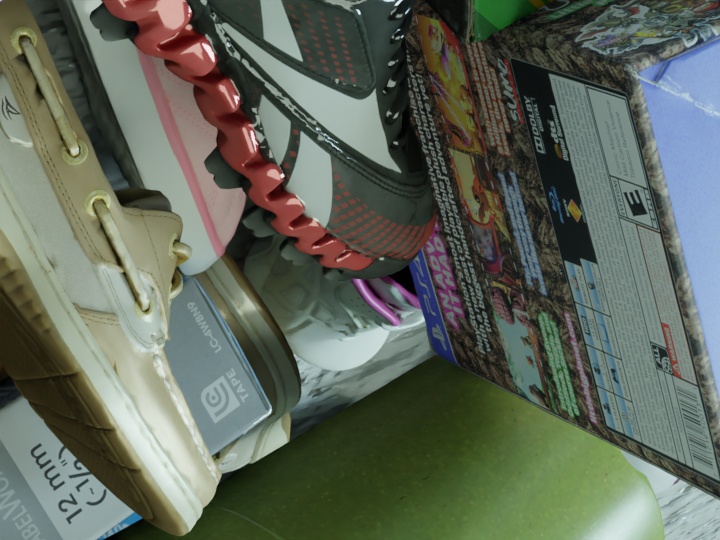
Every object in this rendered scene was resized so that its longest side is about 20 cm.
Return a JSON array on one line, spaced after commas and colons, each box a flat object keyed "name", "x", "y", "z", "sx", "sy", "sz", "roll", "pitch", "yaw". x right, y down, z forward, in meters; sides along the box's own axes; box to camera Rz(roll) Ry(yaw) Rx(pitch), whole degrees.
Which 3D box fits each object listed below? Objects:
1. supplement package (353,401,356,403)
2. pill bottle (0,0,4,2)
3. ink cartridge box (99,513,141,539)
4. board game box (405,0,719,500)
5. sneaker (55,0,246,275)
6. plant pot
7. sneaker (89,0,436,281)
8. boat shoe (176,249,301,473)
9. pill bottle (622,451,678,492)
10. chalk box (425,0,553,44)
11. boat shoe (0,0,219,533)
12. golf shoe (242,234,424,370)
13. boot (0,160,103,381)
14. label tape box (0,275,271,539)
[{"name": "supplement package", "x": -0.025, "y": 0.198, "z": 1.290, "sx": 0.200, "sy": 0.151, "sz": 0.152, "roll": -46, "pitch": -176, "yaw": 15}, {"name": "pill bottle", "x": -0.145, "y": -0.107, "z": 0.748, "sx": 0.200, "sy": 0.110, "sz": 0.110, "roll": -35, "pitch": 154, "yaw": -6}, {"name": "ink cartridge box", "x": -0.118, "y": 0.213, "z": 1.172, "sx": 0.145, "sy": 0.200, "sz": 0.084, "roll": -36, "pitch": 156, "yaw": 21}, {"name": "board game box", "x": 0.094, "y": -0.033, "z": 0.961, "sx": 0.097, "sy": 0.200, "sz": 0.160, "roll": -26, "pitch": 115, "yaw": -21}, {"name": "sneaker", "x": -0.046, "y": -0.077, "z": 0.961, "sx": 0.105, "sy": 0.075, "sz": 0.200, "roll": -28, "pitch": 148, "yaw": -9}, {"name": "plant pot", "x": 0.012, "y": 0.127, "z": 1.045, "sx": 0.190, "sy": 0.200, "sz": 0.200, "roll": -39, "pitch": 157, "yaw": -27}, {"name": "sneaker", "x": -0.012, "y": -0.072, "z": 0.860, "sx": 0.098, "sy": 0.071, "sz": 0.201, "roll": -22, "pitch": 133, "yaw": 15}, {"name": "boat shoe", "x": -0.070, "y": 0.046, "z": 1.123, "sx": 0.069, "sy": 0.074, "sz": 0.200, "roll": -31, "pitch": 159, "yaw": -12}, {"name": "pill bottle", "x": 0.149, "y": 0.046, "z": 1.353, "sx": 0.200, "sy": 0.110, "sz": 0.110, "roll": -25, "pitch": 151, "yaw": -24}, {"name": "chalk box", "x": 0.051, "y": -0.193, "z": 0.843, "sx": 0.124, "sy": 0.125, "sz": 0.200, "roll": -29, "pitch": 154, "yaw": -16}, {"name": "boat shoe", "x": -0.091, "y": -0.005, "z": 0.893, "sx": 0.069, "sy": 0.074, "sz": 0.200, "roll": -39, "pitch": 117, "yaw": -21}, {"name": "golf shoe", "x": 0.000, "y": 0.000, "z": 1.130, "sx": 0.075, "sy": 0.092, "sz": 0.200, "roll": -32, "pitch": 155, "yaw": -16}, {"name": "boot", "x": -0.187, "y": -0.001, "z": 0.916, "sx": 0.200, "sy": 0.074, "sz": 0.155, "roll": -42, "pitch": 148, "yaw": -4}, {"name": "label tape box", "x": -0.149, "y": 0.083, "z": 0.998, "sx": 0.200, "sy": 0.066, "sz": 0.143, "roll": -37, "pitch": -169, "yaw": -26}]
